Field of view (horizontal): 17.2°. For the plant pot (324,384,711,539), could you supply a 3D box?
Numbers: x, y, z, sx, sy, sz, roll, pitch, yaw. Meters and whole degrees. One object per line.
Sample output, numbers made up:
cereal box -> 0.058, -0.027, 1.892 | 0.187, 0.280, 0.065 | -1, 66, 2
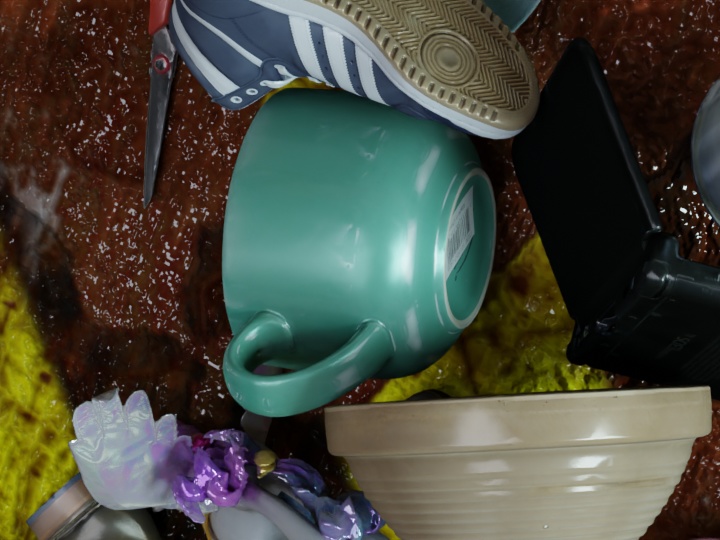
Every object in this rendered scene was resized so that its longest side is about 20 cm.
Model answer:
plant pot -> 0.083, 0.109, 1.232 | 0.200, 0.201, 0.093 | -4, 88, 25

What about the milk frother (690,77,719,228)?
milk frother -> 0.285, -0.085, 1.136 | 0.199, 0.188, 0.181 | 23, 80, -3

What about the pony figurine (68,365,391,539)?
pony figurine -> -0.070, 0.121, 1.374 | 0.200, 0.166, 0.194 | 36, 146, 30

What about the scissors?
scissors -> -0.117, -0.135, 1.386 | 0.073, 0.014, 0.201 | 30, 118, 10

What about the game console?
game console -> 0.164, -0.018, 1.219 | 0.175, 0.200, 0.117 | 14, 76, -2

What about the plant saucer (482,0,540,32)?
plant saucer -> 0.025, -0.209, 1.280 | 0.200, 0.039, 0.202 | 7, 110, 22

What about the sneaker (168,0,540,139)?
sneaker -> -0.009, -0.112, 1.236 | 0.199, 0.070, 0.109 | 30, 145, -3

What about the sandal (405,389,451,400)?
sandal -> 0.050, 0.150, 1.322 | 0.082, 0.054, 0.201 | -59, 41, 42

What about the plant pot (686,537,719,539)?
plant pot -> 0.156, 0.268, 1.307 | 0.179, 0.200, 0.200 | -33, 92, 45

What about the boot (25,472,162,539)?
boot -> -0.194, 0.215, 1.503 | 0.097, 0.075, 0.200 | 46, 118, 7

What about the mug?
mug -> 0.004, -0.003, 1.285 | 0.114, 0.152, 0.186 | 6, 81, 20
